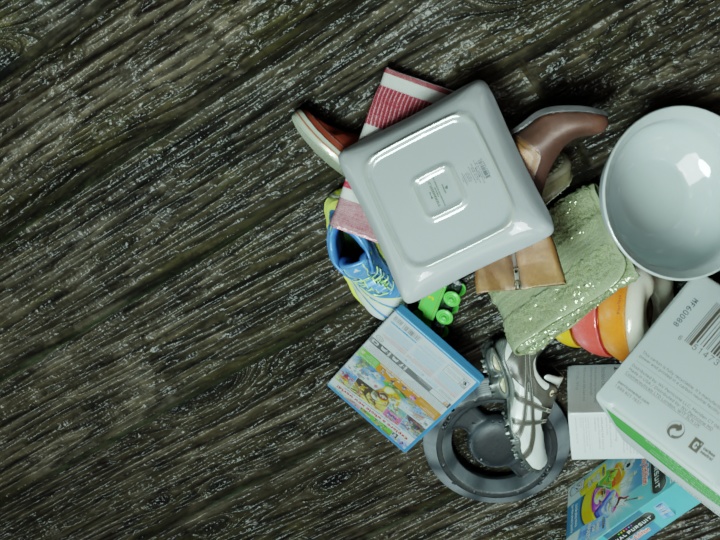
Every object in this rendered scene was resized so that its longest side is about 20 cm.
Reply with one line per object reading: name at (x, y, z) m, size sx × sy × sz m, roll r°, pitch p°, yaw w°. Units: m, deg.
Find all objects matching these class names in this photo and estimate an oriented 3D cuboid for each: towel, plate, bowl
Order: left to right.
towel at (0.062, -0.124, 1.703) m, size 0.144 × 0.023 × 0.200 m, roll 19°, pitch 93°, yaw -7°
plate at (0.093, -0.090, 1.640) m, size 0.200 × 0.032 × 0.200 m, roll -26°, pitch 83°, yaw 16°
towel at (0.237, -0.001, 1.743) m, size 0.036 × 0.148 × 0.200 m, roll 12°, pitch 138°, yaw -47°
bowl at (0.357, -0.088, 1.668) m, size 0.201 × 0.090 × 0.201 m, roll 0°, pitch 90°, yaw -14°

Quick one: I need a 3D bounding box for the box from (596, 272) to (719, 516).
box at (0.420, 0.154, 1.665) m, size 0.200 × 0.199 × 0.171 m, roll -49°, pitch 149°, yaw -4°

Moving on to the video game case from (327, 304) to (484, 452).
video game case at (0.056, 0.145, 1.879) m, size 0.143 × 0.018 × 0.200 m, roll 41°, pitch 135°, yaw 0°

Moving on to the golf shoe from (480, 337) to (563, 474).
golf shoe at (0.225, 0.174, 1.851) m, size 0.094 × 0.078 × 0.200 m, roll -17°, pitch 115°, yaw 7°

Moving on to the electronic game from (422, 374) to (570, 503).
electronic game at (0.185, 0.230, 1.943) m, size 0.200 × 0.042 × 0.200 m, roll 2°, pitch 116°, yaw 3°

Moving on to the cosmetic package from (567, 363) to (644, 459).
cosmetic package at (0.370, 0.180, 1.843) m, size 0.200 × 0.113 × 0.081 m, roll -5°, pitch 121°, yaw 11°

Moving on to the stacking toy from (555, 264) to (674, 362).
stacking toy at (0.282, 0.049, 1.789) m, size 0.200 × 0.146 × 0.146 m, roll 2°, pitch 124°, yaw 30°

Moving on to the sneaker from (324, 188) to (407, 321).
sneaker at (0.000, 0.000, 1.795) m, size 0.076 × 0.105 × 0.200 m, roll -18°, pitch 117°, yaw 19°

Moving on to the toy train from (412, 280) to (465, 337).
toy train at (0.083, 0.086, 1.875) m, size 0.056 × 0.042 × 0.200 m, roll 24°, pitch 123°, yaw 6°

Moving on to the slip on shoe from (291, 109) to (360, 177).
slip on shoe at (0.004, -0.138, 1.740) m, size 0.200 × 0.074 × 0.061 m, roll 34°, pitch 86°, yaw -5°

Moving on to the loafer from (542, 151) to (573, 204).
loafer at (0.182, -0.072, 1.741) m, size 0.200 × 0.076 × 0.067 m, roll -36°, pitch 122°, yaw 22°

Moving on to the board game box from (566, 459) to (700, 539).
board game box at (0.358, 0.296, 1.892) m, size 0.047 × 0.151 × 0.200 m, roll 39°, pitch 119°, yaw -14°

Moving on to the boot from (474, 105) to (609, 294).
boot at (0.208, -0.081, 1.643) m, size 0.188 × 0.068 × 0.200 m, roll -11°, pitch 82°, yaw 6°
